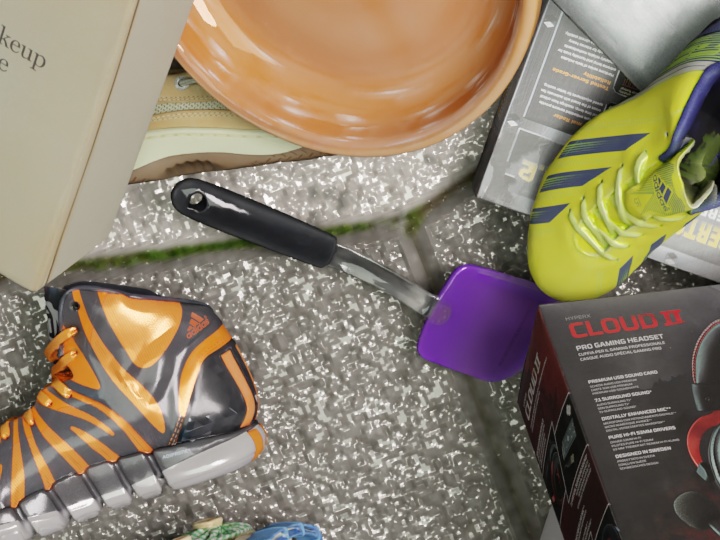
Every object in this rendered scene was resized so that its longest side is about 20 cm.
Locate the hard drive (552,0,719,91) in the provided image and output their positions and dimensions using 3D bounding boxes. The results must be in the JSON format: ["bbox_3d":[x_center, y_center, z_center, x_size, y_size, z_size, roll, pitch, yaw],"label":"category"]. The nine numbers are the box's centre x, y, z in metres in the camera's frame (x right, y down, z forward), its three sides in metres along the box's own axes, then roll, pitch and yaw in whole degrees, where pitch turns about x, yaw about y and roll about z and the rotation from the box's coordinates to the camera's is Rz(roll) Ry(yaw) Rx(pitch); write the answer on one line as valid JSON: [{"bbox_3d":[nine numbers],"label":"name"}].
[{"bbox_3d":[0.121,-0.189,1.249,0.140,0.033,0.200,-44,96,8],"label":"hard drive"}]

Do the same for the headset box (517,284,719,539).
[{"bbox_3d":[0.164,0.088,1.237,0.149,0.200,0.075,-6,139,-12],"label":"headset box"}]

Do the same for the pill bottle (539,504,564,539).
[{"bbox_3d":[0.190,0.153,1.319,0.200,0.116,0.116,20,100,-4],"label":"pill bottle"}]

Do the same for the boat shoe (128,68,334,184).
[{"bbox_3d":[-0.057,-0.087,1.300,0.200,0.072,0.076,-8,95,2],"label":"boat shoe"}]

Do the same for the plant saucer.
[{"bbox_3d":[-0.010,-0.147,1.203,0.200,0.037,0.200,12,123,20],"label":"plant saucer"}]

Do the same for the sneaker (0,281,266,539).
[{"bbox_3d":[-0.154,0.067,1.333,0.200,0.078,0.112,-19,96,-7],"label":"sneaker"}]

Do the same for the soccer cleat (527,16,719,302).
[{"bbox_3d":[0.133,-0.043,1.224,0.065,0.084,0.200,32,130,-13],"label":"soccer cleat"}]

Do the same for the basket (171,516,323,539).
[{"bbox_3d":[-0.040,0.192,1.297,0.200,0.176,0.139,8,97,10],"label":"basket"}]

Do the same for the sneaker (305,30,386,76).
[{"bbox_3d":[-0.011,-0.164,1.248,0.076,0.092,0.200,-40,87,-27],"label":"sneaker"}]

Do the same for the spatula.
[{"bbox_3d":[0.000,0.000,1.325,0.200,0.021,0.057,23,106,-11],"label":"spatula"}]

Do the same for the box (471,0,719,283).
[{"bbox_3d":[0.173,-0.078,1.309,0.200,0.048,0.158,19,101,-2],"label":"box"}]

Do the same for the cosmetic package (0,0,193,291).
[{"bbox_3d":[-0.141,-0.103,1.220,0.104,0.073,0.200,30,125,12],"label":"cosmetic package"}]
